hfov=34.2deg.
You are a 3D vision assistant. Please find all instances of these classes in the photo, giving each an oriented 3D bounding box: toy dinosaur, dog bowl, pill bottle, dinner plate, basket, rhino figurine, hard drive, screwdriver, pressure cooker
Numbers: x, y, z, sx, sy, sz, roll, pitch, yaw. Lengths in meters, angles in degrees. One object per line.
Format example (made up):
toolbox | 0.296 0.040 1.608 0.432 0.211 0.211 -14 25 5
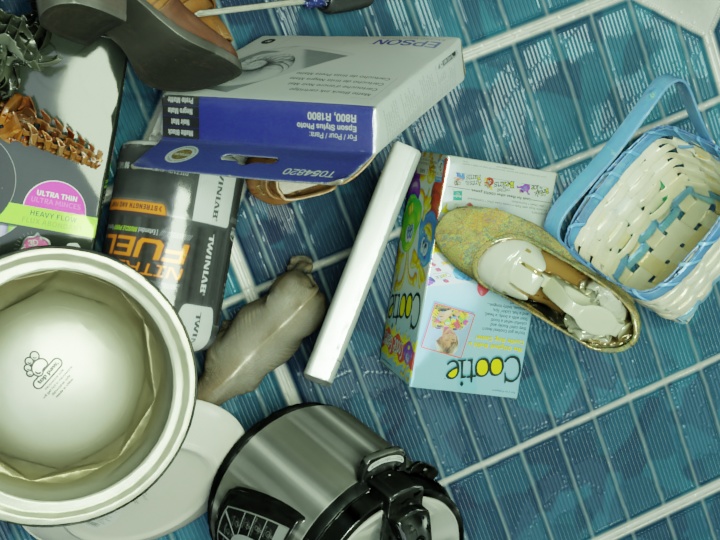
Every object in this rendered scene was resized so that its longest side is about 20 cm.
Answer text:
toy dinosaur | -0.262 -0.151 0.821 0.200 0.102 0.136 28 133 -33
dog bowl | -0.224 0.081 0.858 0.200 0.074 0.200 -1 93 -18
pill bottle | -0.162 0.000 0.968 0.106 0.106 0.200 10 87 -15
dinner plate | -0.188 0.181 0.986 0.200 0.024 0.200 -15 138 -14
basket | 0.258 -0.054 1.045 0.176 0.139 0.200 -49 138 -4
rhino figurine | -0.104 0.074 1.015 0.060 0.087 0.200 44 94 -12
hard drive | 0.000 0.000 0.991 0.027 0.132 0.200 21 82 0
screwdriver | -0.056 -0.219 0.962 0.200 0.029 0.028 -24 131 -48
pressure cooker | -0.012 0.222 0.979 0.179 0.200 0.176 -48 135 -9

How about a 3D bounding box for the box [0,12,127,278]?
box | -0.273 -0.099 0.930 0.148 0.124 0.200 11 95 -14

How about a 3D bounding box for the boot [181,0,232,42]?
boot | -0.176 -0.225 0.898 0.074 0.200 0.155 -25 97 31

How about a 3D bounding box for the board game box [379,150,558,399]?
board game box | 0.093 0.001 1.044 0.105 0.103 0.200 8 96 -15

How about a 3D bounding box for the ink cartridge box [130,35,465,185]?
ink cartridge box | -0.049 -0.132 0.903 0.200 0.199 0.041 -46 134 -47

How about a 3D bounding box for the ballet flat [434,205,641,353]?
ballet flat | 0.153 0.010 0.969 0.200 0.071 0.071 29 91 -18

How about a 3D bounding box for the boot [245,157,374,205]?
boot | -0.006 -0.118 0.976 0.200 0.155 0.074 -40 104 -5

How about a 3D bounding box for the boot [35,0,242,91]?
boot | -0.161 -0.240 0.837 0.188 0.068 0.200 14 62 -47
